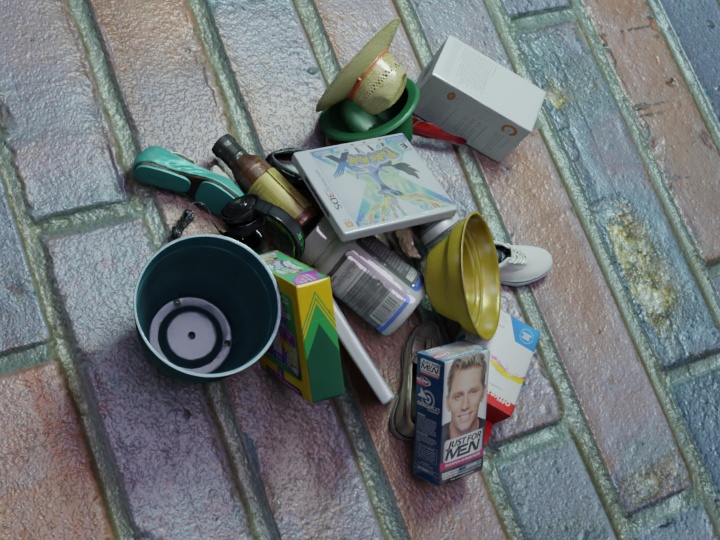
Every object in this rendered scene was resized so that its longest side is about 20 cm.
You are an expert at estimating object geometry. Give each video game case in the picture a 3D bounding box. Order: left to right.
[{"bbox_3d":[-0.010,0.111,1.590,0.024,0.182,0.200,-33,84,-1],"label":"video game case"},{"bbox_3d":[0.021,-0.132,1.622,0.200,0.022,0.182,-13,53,-27],"label":"video game case"}]

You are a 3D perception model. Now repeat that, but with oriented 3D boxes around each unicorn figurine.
[{"bbox_3d":[0.020,-0.103,1.679,0.200,0.137,0.074,29,77,36],"label":"unicorn figurine"}]

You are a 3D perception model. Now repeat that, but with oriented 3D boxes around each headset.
[{"bbox_3d":[-0.185,-0.053,1.617,0.200,0.124,0.094,18,45,14],"label":"headset"}]

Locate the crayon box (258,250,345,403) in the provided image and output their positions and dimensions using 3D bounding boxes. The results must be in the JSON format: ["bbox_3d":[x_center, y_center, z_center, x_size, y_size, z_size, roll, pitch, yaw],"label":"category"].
[{"bbox_3d":[-0.096,0.076,1.519,0.058,0.200,0.173,-13,107,-24],"label":"crayon box"}]

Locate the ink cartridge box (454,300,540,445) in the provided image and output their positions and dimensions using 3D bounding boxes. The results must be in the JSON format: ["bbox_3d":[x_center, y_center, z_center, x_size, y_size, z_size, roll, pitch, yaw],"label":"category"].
[{"bbox_3d":[0.200,0.166,1.710,0.116,0.067,0.200,29,63,-9],"label":"ink cartridge box"}]

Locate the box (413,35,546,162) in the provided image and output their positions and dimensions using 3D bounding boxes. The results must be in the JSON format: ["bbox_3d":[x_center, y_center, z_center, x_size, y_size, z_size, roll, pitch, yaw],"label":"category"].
[{"bbox_3d":[0.201,-0.298,1.856,0.200,0.124,0.098,29,62,-9],"label":"box"}]

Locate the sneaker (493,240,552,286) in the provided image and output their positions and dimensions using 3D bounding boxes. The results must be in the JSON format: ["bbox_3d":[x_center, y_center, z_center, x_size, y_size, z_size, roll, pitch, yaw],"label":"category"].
[{"bbox_3d":[0.246,-0.014,1.795,0.200,0.071,0.073,-4,72,-23],"label":"sneaker"}]

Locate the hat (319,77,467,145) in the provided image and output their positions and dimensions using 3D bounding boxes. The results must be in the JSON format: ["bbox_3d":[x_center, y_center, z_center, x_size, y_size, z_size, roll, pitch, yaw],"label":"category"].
[{"bbox_3d":[0.053,-0.218,1.805,0.200,0.176,0.166,-4,48,22],"label":"hat"}]

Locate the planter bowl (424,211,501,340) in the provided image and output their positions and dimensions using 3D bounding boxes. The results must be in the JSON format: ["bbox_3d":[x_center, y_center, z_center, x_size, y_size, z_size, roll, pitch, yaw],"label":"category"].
[{"bbox_3d":[0.152,0.012,1.651,0.083,0.200,0.201,-6,66,22],"label":"planter bowl"}]

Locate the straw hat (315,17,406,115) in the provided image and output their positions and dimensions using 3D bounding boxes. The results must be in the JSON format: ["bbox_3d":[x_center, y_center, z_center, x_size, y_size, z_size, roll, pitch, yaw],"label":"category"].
[{"bbox_3d":[0.026,-0.301,1.697,0.085,0.201,0.201,42,61,1],"label":"straw hat"}]

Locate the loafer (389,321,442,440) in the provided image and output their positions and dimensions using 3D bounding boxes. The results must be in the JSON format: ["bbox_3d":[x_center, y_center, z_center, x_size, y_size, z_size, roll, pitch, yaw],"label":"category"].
[{"bbox_3d":[0.099,0.169,1.671,0.072,0.063,0.200,21,64,-12],"label":"loafer"}]

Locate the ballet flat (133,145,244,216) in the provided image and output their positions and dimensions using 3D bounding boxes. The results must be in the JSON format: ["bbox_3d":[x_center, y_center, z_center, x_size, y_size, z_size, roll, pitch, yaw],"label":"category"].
[{"bbox_3d":[-0.254,-0.144,1.655,0.200,0.067,0.070,23,49,-14],"label":"ballet flat"}]

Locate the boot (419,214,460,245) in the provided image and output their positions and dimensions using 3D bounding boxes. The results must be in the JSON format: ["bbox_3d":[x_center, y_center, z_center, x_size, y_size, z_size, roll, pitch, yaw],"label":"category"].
[{"bbox_3d":[0.105,-0.103,1.712,0.074,0.200,0.096,-36,94,4],"label":"boot"}]

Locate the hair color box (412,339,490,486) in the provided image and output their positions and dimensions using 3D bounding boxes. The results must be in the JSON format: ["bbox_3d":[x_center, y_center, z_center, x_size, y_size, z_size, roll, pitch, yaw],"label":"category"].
[{"bbox_3d":[0.137,0.215,1.603,0.100,0.060,0.200,-12,110,-40],"label":"hair color box"}]

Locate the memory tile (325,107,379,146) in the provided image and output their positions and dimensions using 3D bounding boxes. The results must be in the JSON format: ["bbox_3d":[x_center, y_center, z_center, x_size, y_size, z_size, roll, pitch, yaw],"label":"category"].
[{"bbox_3d":[0.012,-0.190,1.803,0.153,0.017,0.200,6,68,-19],"label":"memory tile"}]

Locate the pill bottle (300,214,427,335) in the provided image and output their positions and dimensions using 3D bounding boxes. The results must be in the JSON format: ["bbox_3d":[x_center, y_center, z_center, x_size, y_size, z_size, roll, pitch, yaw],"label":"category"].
[{"bbox_3d":[0.000,0.000,1.669,0.200,0.114,0.114,40,61,-3],"label":"pill bottle"}]

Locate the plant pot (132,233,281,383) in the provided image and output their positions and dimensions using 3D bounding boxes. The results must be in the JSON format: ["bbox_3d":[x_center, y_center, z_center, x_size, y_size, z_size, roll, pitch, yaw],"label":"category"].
[{"bbox_3d":[-0.228,0.074,1.505,0.200,0.188,0.200,5,71,-15],"label":"plant pot"}]

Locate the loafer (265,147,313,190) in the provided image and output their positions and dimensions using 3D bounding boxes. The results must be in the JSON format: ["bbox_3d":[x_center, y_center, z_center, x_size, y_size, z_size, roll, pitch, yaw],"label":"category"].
[{"bbox_3d":[-0.056,-0.161,1.716,0.200,0.070,0.068,5,69,-12],"label":"loafer"}]

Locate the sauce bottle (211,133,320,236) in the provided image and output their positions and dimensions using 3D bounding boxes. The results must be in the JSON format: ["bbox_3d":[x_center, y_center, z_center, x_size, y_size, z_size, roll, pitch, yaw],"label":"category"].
[{"bbox_3d":[-0.151,-0.135,1.663,0.066,0.066,0.200,-37,77,-29],"label":"sauce bottle"}]
